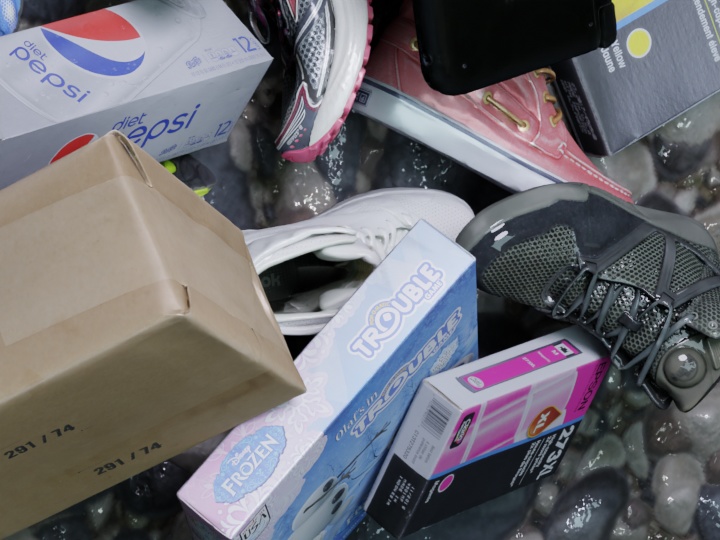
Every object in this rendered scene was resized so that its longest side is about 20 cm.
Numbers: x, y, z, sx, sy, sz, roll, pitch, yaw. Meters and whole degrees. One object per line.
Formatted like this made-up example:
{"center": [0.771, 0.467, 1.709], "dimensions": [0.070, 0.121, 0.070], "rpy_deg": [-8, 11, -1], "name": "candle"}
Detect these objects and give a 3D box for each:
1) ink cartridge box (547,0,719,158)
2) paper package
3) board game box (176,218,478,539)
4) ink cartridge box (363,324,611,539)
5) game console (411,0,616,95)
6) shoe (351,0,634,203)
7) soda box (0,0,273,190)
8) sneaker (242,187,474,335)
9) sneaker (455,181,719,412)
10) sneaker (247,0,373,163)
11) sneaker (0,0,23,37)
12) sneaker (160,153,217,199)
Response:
{"center": [0.182, -0.200, 1.685], "dimensions": [0.200, 0.047, 0.198], "rpy_deg": [-31, 109, -19], "name": "ink cartridge box"}
{"center": [-0.156, 0.040, 1.389], "dimensions": [0.200, 0.191, 0.104], "rpy_deg": [-27, 69, 9], "name": "paper package"}
{"center": [-0.012, 0.091, 1.543], "dimensions": [0.043, 0.199, 0.200], "rpy_deg": [37, 75, 17], "name": "board game box"}
{"center": [0.087, 0.085, 1.612], "dimensions": [0.200, 0.037, 0.095], "rpy_deg": [-20, 141, -51], "name": "ink cartridge box"}
{"center": [0.073, -0.218, 1.520], "dimensions": [0.176, 0.116, 0.200], "rpy_deg": [-20, 114, -25], "name": "game console"}
{"center": [0.094, -0.094, 1.633], "dimensions": [0.200, 0.071, 0.091], "rpy_deg": [26, 91, -24], "name": "shoe"}
{"center": [-0.142, -0.089, 1.464], "dimensions": [0.200, 0.068, 0.063], "rpy_deg": [-21, 63, -45], "name": "soda box"}
{"center": [0.000, 0.000, 1.572], "dimensions": [0.200, 0.116, 0.074], "rpy_deg": [-14, 101, -27], "name": "sneaker"}
{"center": [0.145, 0.015, 1.588], "dimensions": [0.199, 0.114, 0.076], "rpy_deg": [13, 127, -41], "name": "sneaker"}
{"center": [-0.037, -0.158, 1.555], "dimensions": [0.074, 0.081, 0.201], "rpy_deg": [2, 80, -15], "name": "sneaker"}
{"center": [-0.261, -0.166, 1.414], "dimensions": [0.200, 0.079, 0.089], "rpy_deg": [34, 41, -21], "name": "sneaker"}
{"center": [-0.158, -0.008, 1.488], "dimensions": [0.200, 0.074, 0.081], "rpy_deg": [-14, 124, -43], "name": "sneaker"}
